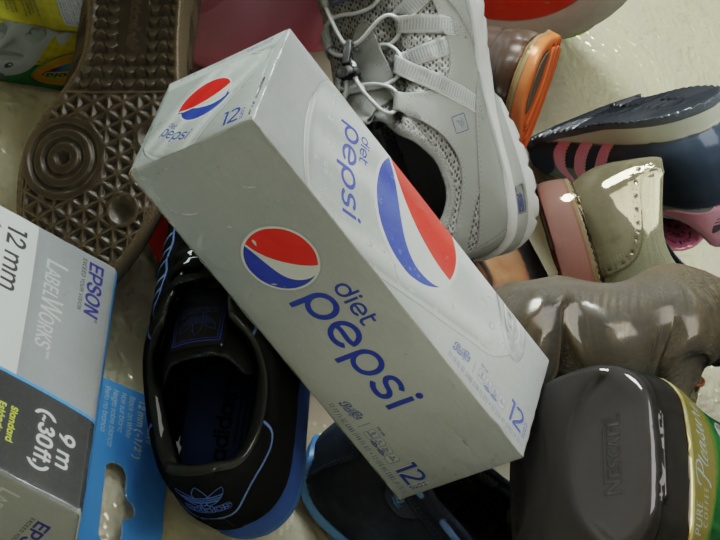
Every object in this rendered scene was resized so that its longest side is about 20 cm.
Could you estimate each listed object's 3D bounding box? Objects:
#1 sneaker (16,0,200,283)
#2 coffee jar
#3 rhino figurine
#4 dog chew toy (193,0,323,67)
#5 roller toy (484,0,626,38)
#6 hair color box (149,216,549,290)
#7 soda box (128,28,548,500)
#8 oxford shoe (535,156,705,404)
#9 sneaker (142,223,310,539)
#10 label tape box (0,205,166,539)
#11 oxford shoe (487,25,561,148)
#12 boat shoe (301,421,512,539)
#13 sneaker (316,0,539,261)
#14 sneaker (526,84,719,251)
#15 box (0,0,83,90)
[{"bbox_3d":[-0.101,-0.077,1.285,0.070,0.076,0.201,10,77,12],"label":"sneaker"},{"bbox_3d":[0.152,0.115,1.263,0.200,0.085,0.105,26,53,-40],"label":"coffee jar"},{"bbox_3d":[0.142,0.040,1.345,0.199,0.060,0.088,-5,75,-21],"label":"rhino figurine"},{"bbox_3d":[-0.035,-0.165,1.447,0.125,0.125,0.200,54,27,13],"label":"dog chew toy"},{"bbox_3d":[0.086,-0.226,1.577,0.200,0.182,0.140,41,35,-7],"label":"roller toy"},{"bbox_3d":[0.000,0.000,1.356,0.200,0.061,0.102,1,53,-48],"label":"hair color box"},{"bbox_3d":[-0.005,0.000,1.181,0.200,0.068,0.064,51,36,-26],"label":"soda box"},{"bbox_3d":[0.151,0.041,1.408,0.071,0.074,0.201,-98,168,-77],"label":"oxford shoe"},{"bbox_3d":[-0.055,0.011,1.216,0.078,0.070,0.201,50,35,-66],"label":"sneaker"},{"bbox_3d":[-0.148,0.046,1.146,0.200,0.066,0.144,28,37,-21],"label":"label tape box"},{"bbox_3d":[0.054,-0.093,1.450,0.073,0.072,0.200,22,-6,-4],"label":"oxford shoe"},{"bbox_3d":[0.066,0.130,1.281,0.200,0.069,0.084,31,36,-21],"label":"boat shoe"},{"bbox_3d":[0.018,-0.092,1.317,0.082,0.075,0.201,-29,94,-48],"label":"sneaker"},{"bbox_3d":[0.144,-0.047,1.499,0.070,0.200,0.082,-23,97,-13],"label":"sneaker"},{"bbox_3d":[-0.204,-0.148,1.309,0.200,0.048,0.118,9,48,-45],"label":"box"}]
